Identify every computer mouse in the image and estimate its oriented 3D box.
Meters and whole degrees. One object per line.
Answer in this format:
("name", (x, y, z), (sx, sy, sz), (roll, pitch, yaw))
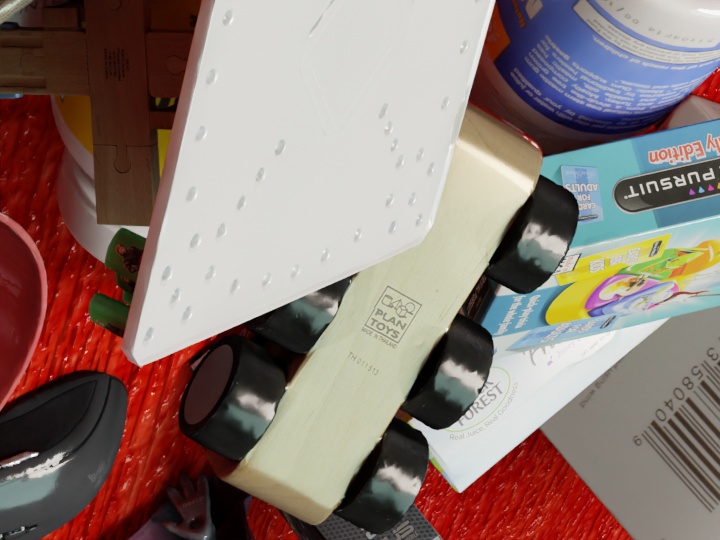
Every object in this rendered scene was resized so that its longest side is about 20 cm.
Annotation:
("computer mouse", (-0.188, 0.135, 1.364), (0.199, 0.046, 0.141), (-27, 148, -25))

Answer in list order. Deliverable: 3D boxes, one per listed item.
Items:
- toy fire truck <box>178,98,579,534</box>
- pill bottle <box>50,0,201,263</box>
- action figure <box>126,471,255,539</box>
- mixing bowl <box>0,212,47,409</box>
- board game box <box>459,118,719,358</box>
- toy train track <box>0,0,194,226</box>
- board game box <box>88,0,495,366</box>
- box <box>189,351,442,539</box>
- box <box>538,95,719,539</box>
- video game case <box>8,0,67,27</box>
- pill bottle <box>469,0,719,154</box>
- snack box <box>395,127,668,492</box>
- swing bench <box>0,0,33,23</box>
("toy fire truck", (0.000, 0.000, 1.202), (0.128, 0.200, 0.177), (28, 99, -23))
("pill bottle", (-0.055, -0.092, 1.084), (0.112, 0.113, 0.201), (-19, 146, -35))
("action figure", (-0.068, 0.206, 1.524), (0.134, 0.149, 0.201), (-35, 139, -23))
("mixing bowl", (-0.228, 0.013, 1.071), (0.199, 0.109, 0.201), (-30, 151, -18))
("board game box", (0.144, -0.020, 1.296), (0.198, 0.047, 0.151), (-12, 164, -11))
("toy train track", (-0.120, -0.078, 1.025), (0.033, 0.198, 0.116), (-34, 124, -66))
("board game box", (-0.010, -0.084, 0.966), (0.200, 0.026, 0.201), (-24, 134, -56))
("box", (-0.005, 0.128, 1.463), (0.051, 0.158, 0.200), (-36, 153, -6))
("box", (0.218, 0.046, 1.580), (0.199, 0.200, 0.171), (-51, 149, 18))
("video game case", (-0.087, -0.173, 1.072), (0.181, 0.023, 0.201), (-20, 146, -34))
("pill bottle", (0.113, -0.123, 1.256), (0.112, 0.113, 0.200), (-27, 172, -24))
("snack box", (0.094, 0.012, 1.445), (0.200, 0.142, 0.053), (-40, 108, -2))
("swing bench", (-0.152, -0.135, 0.900), (0.198, 0.130, 0.200), (-37, 149, 3))
